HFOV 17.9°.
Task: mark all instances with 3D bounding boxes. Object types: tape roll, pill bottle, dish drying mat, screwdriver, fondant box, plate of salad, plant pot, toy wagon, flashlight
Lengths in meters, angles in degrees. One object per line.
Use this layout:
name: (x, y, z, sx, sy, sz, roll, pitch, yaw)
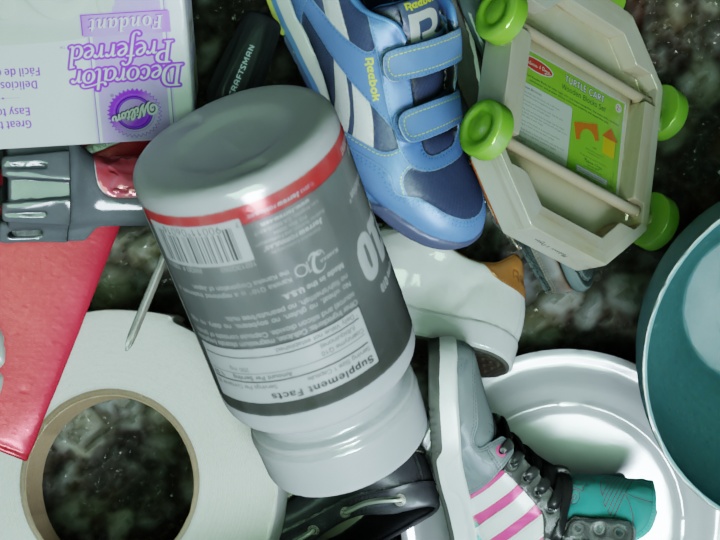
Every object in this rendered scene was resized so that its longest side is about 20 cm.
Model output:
tape roll: (-0.141, 0.123, 1.330, 0.201, 0.037, 0.204, -1, 84, 9)
pill bottle: (-0.037, 0.013, 1.228, 0.113, 0.114, 0.201, -19, 119, 2)
dish drying mat: (-0.189, 0.002, 1.314, 0.076, 0.018, 0.201, 22, 85, -9)
screwdriver: (-0.093, -0.051, 1.253, 0.029, 0.028, 0.201, 32, 78, -33)
fondant box: (-0.164, -0.166, 1.211, 0.143, 0.058, 0.201, -3, 122, -1)
plate of salad: (0.123, 0.144, 1.381, 0.199, 0.048, 0.202, 0, 100, 3)
plant pot: (0.244, 0.035, 1.316, 0.199, 0.135, 0.202, -1, 103, -6)
toy wagon: (0.122, -0.104, 1.289, 0.155, 0.039, 0.201, 25, 64, -39)
flashlight: (-0.104, -0.057, 1.293, 0.199, 0.068, 0.068, 0, 146, -13)

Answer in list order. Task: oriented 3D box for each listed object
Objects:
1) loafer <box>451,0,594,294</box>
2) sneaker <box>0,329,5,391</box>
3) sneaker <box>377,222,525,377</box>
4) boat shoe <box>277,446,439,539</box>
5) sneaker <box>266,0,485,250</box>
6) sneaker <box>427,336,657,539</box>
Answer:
loafer: (0.078, -0.078, 1.322, 0.063, 0.072, 0.201, -16, 99, 21)
sneaker: (-0.247, -0.008, 1.269, 0.080, 0.083, 0.201, -22, 67, 18)
sneaker: (0.000, 0.000, 1.341, 0.199, 0.073, 0.085, 14, 69, 1)
boat shoe: (-0.039, 0.169, 1.356, 0.200, 0.073, 0.063, -38, 66, 10)
sneaker: (0.020, -0.106, 1.267, 0.082, 0.074, 0.201, -28, 90, 41)
sneaker: (0.106, 0.123, 1.304, 0.120, 0.084, 0.201, -10, 115, 6)
